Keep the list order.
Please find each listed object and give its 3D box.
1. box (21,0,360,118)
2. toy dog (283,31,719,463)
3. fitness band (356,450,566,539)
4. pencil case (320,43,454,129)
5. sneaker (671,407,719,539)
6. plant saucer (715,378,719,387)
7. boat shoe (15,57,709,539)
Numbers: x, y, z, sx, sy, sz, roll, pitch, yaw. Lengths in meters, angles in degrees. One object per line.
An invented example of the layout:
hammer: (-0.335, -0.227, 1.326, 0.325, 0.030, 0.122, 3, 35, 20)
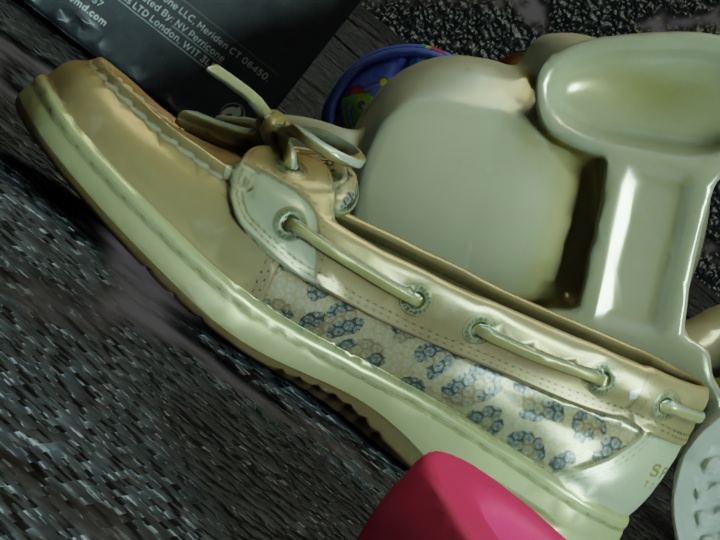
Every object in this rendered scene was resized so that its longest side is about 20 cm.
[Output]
box: (-0.041, -0.170, 1.154, 0.123, 0.199, 0.200, 36, 7, -16)
toy dog: (0.064, -0.014, 1.069, 0.192, 0.141, 0.200, 3, 4, 8)
fitness band: (0.065, 0.101, 0.587, 0.143, 0.038, 0.200, 34, 7, -20)
pencil case: (0.051, -0.046, 1.334, 0.086, 0.079, 0.200, 9, -4, 20)
sneaker: (0.160, 0.113, 0.846, 0.200, 0.078, 0.079, 49, 10, -4)
plant saucer: (0.239, 0.091, 1.304, 0.199, 0.048, 0.200, 37, -7, -13)
boat shoe: (0.000, 0.000, 0.787, 0.200, 0.063, 0.073, 36, 7, -17)
